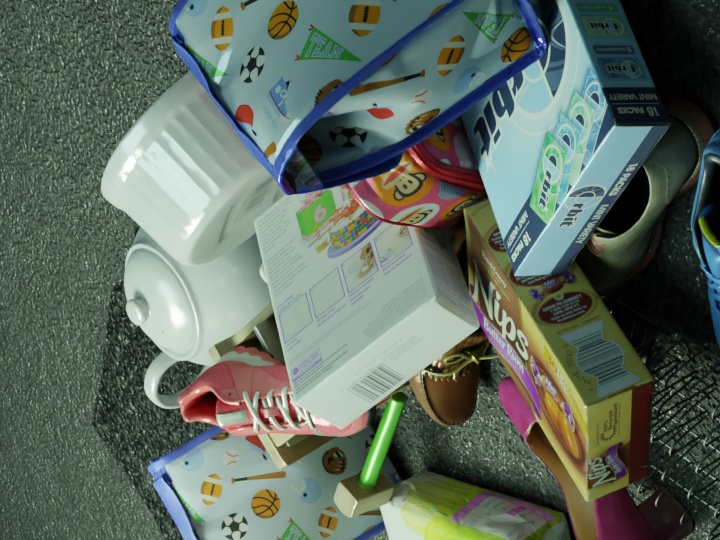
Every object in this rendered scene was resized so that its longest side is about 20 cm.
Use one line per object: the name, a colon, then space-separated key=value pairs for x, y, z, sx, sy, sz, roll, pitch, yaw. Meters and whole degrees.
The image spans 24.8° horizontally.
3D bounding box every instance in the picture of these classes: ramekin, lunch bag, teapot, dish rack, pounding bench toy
ramekin: x=-0.113 y=-0.095 z=1.389 sx=0.098 sy=0.200 sz=0.201 roll=48 pitch=145 yaw=10
lunch bag: x=0.021 y=-0.125 z=1.216 sx=0.082 sy=0.176 sz=0.200 roll=-37 pitch=70 yaw=21
teapot: x=-0.160 y=0.018 z=1.574 sx=0.197 sy=0.146 sz=0.201 roll=-23 pitch=95 yaw=58
dish rack: x=0.228 y=0.114 z=1.182 sx=0.200 sy=0.054 sz=0.154 roll=35 pitch=138 yaw=31
lunch bag: x=-0.009 y=-0.159 z=1.059 sx=0.170 sy=0.200 sz=0.124 roll=53 pitch=178 yaw=33
lunch bag: x=-0.081 y=0.209 z=1.535 sx=0.170 sy=0.200 sz=0.124 roll=58 pitch=147 yaw=5
pounding bench toy: x=-0.004 y=0.101 z=1.422 sx=0.200 sy=0.124 sz=0.156 roll=58 pitch=139 yaw=7

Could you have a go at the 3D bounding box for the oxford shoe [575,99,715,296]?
oxford shoe: x=0.171 y=-0.039 z=1.138 sx=0.070 sy=0.075 sz=0.200 roll=47 pitch=145 yaw=19

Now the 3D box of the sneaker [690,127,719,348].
sneaker: x=0.242 y=-0.006 z=1.064 sx=0.066 sy=0.078 sz=0.201 roll=26 pitch=134 yaw=40

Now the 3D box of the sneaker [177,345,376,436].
sneaker: x=-0.071 y=0.112 z=1.335 sx=0.200 sy=0.087 sz=0.074 roll=0 pitch=110 yaw=46

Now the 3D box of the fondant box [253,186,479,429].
fondant box: x=0.000 y=0.000 z=1.268 sx=0.144 sy=0.058 sz=0.200 roll=-38 pitch=44 yaw=22

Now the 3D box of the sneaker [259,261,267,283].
sneaker: x=-0.025 y=-0.051 z=1.399 sx=0.076 sy=0.080 sz=0.200 roll=53 pitch=144 yaw=18

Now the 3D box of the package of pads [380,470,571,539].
package of pads: x=0.109 y=0.268 z=1.449 sx=0.200 sy=0.068 sz=0.155 roll=9 pitch=120 yaw=51

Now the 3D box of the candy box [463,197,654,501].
candy box: x=0.139 y=0.049 z=1.170 sx=0.117 sy=0.056 sz=0.200 roll=81 pitch=164 yaw=-49

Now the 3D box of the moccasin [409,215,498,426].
moccasin: x=0.080 y=0.041 z=1.332 sx=0.078 sy=0.073 sz=0.202 roll=36 pitch=130 yaw=47

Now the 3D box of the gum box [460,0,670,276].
gum box: x=0.123 y=-0.126 z=1.104 sx=0.170 sy=0.044 sz=0.201 roll=119 pitch=141 yaw=-52

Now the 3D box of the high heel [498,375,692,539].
high heel: x=0.159 y=0.160 z=1.277 sx=0.200 sy=0.096 sz=0.068 roll=39 pitch=140 yaw=32
